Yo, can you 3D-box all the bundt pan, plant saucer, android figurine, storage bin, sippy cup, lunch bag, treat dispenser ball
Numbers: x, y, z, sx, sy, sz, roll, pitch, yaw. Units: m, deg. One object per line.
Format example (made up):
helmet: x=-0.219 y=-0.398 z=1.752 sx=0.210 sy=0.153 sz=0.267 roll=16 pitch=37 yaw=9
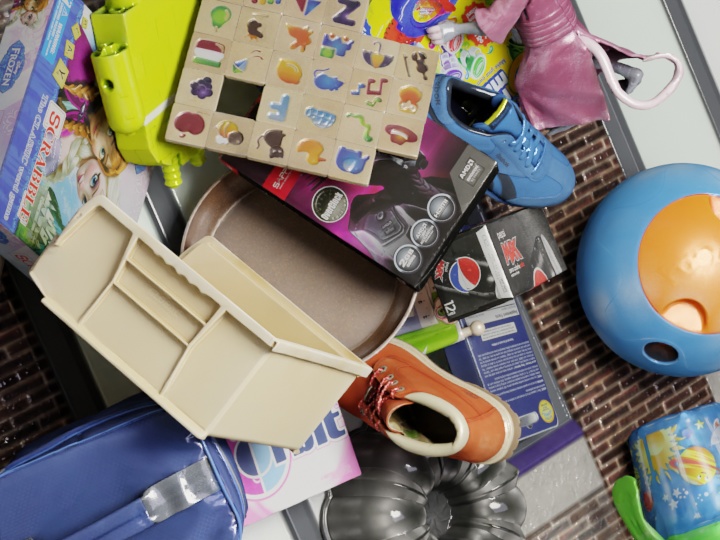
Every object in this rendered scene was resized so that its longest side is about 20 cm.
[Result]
bundt pan: x=0.067 y=0.214 z=1.796 sx=0.201 sy=0.076 sz=0.202 roll=7 pitch=77 yaw=-34
plant saucer: x=-0.050 y=-0.003 z=1.704 sx=0.200 sy=0.034 sz=0.201 roll=1 pitch=73 yaw=-2
android figurine: x=-0.162 y=-0.167 z=1.653 sx=0.182 sy=0.041 sz=0.201 roll=-47 pitch=133 yaw=-56
storage bin: x=-0.122 y=0.042 z=1.561 sx=0.094 sy=0.198 sz=0.200 roll=-53 pitch=160 yaw=6
sippy cup: x=0.319 y=0.200 z=1.951 sx=0.178 sy=0.139 sz=0.131 roll=17 pitch=52 yaw=-72
lunch bag: x=-0.190 y=0.179 z=1.546 sx=0.200 sy=0.132 sz=0.136 roll=-25 pitch=93 yaw=1
treat dispenser ball: x=0.303 y=0.000 z=1.928 sx=0.200 sy=0.201 sz=0.201 roll=8 pitch=76 yaw=-34

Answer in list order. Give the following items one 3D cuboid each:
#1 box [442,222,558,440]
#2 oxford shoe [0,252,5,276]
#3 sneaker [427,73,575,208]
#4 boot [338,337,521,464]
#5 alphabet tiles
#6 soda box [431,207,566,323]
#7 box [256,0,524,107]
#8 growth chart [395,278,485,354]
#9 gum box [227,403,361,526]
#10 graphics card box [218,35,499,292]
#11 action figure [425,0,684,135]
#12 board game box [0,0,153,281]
box: x=0.112 y=0.058 z=1.849 sx=0.121 sy=0.032 sz=0.200 roll=-10 pitch=79 yaw=-60
oxford shoe: x=-0.274 y=-0.073 z=1.617 sx=0.075 sy=0.070 sz=0.201 roll=18 pitch=71 yaw=-35
sneaker: x=0.121 y=-0.109 z=1.752 sx=0.200 sy=0.078 sz=0.066 roll=28 pitch=65 yaw=-31
boot: x=0.027 y=0.104 z=1.713 sx=0.107 sy=0.200 sz=0.075 roll=2 pitch=107 yaw=-60
alphabet tiles: x=-0.042 y=-0.155 z=1.651 sx=0.199 sy=0.008 sz=0.168 roll=13 pitch=66 yaw=-1
soda box: x=0.119 y=-0.009 z=1.778 sx=0.071 sy=0.063 sz=0.200 roll=68 pitch=20 yaw=0
box: x=0.029 y=-0.186 z=1.822 sx=0.200 sy=0.122 sz=0.193 roll=-44 pitch=107 yaw=-33
growth chart: x=0.000 y=0.000 z=1.772 sx=0.144 sy=0.018 sz=0.200 roll=-27 pitch=105 yaw=9
gum box: x=-0.109 y=0.151 z=1.689 sx=0.200 sy=0.066 sz=0.114 roll=-21 pitch=94 yaw=-36
graphics card box: x=-0.001 y=-0.087 z=1.676 sx=0.200 sy=0.051 sz=0.126 roll=34 pitch=88 yaw=8
action figure: x=0.159 y=-0.209 z=1.762 sx=0.134 sy=0.149 sz=0.200 roll=-48 pitch=123 yaw=-25
board game box: x=-0.230 y=-0.093 z=1.608 sx=0.200 sy=0.041 sz=0.200 roll=48 pitch=51 yaw=-58
